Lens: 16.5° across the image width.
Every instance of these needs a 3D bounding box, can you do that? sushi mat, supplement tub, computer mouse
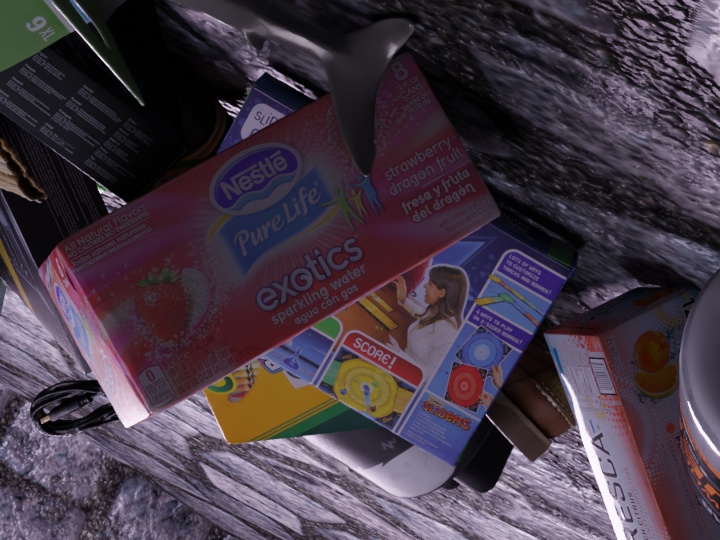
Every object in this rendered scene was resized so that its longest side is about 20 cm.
[{"bbox_3d":[-0.218,-0.078,1.270,0.096,0.012,0.200,52,166,-20],"label":"sushi mat"},{"bbox_3d":[0.209,0.066,1.159,0.122,0.123,0.200,26,168,15],"label":"supplement tub"},{"bbox_3d":[-0.126,0.057,1.461,0.059,0.034,0.200,32,132,-28],"label":"computer mouse"}]

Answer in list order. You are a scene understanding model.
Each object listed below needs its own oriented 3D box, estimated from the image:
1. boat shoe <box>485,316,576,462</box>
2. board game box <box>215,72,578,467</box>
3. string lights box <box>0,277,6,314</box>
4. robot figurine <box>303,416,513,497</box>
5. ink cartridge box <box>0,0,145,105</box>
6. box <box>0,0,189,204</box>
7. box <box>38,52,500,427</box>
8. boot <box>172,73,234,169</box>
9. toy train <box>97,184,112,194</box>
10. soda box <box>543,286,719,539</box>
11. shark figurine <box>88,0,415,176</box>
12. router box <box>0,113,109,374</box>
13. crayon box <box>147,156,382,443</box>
[{"bbox_3d":[0.081,0.037,1.472,0.072,0.068,0.200,45,-176,-39],"label":"boat shoe"},{"bbox_3d":[0.000,0.000,1.362,0.200,0.136,0.034,31,-162,0],"label":"board game box"},{"bbox_3d":[-0.272,-0.033,1.430,0.059,0.103,0.200,-14,124,9],"label":"string lights box"},{"bbox_3d":[0.016,0.069,1.644,0.200,0.125,0.150,35,123,-25],"label":"robot figurine"},{"bbox_3d":[-0.170,-0.153,1.068,0.200,0.059,0.104,63,-176,27],"label":"ink cartridge box"},{"bbox_3d":[-0.179,-0.140,1.228,0.200,0.044,0.160,37,-160,-31],"label":"box"},{"bbox_3d":[-0.047,-0.014,1.213,0.095,0.200,0.103,60,167,-1],"label":"box"},{"bbox_3d":[-0.181,-0.124,1.455,0.199,0.078,0.138,8,154,29],"label":"boot"},{"bbox_3d":[-0.177,-0.081,1.679,0.056,0.042,0.200,46,163,-23],"label":"toy train"},{"bbox_3d":[0.170,0.111,1.333,0.064,0.068,0.201,2,114,66],"label":"soda box"},{"bbox_3d":[-0.082,-0.128,1.146,0.214,0.090,0.128,40,166,-32],"label":"shark figurine"},{"bbox_3d":[-0.195,-0.060,1.390,0.157,0.052,0.200,40,156,53],"label":"router box"},{"bbox_3d":[-0.049,0.016,1.476,0.118,0.058,0.200,-7,137,13],"label":"crayon box"}]
